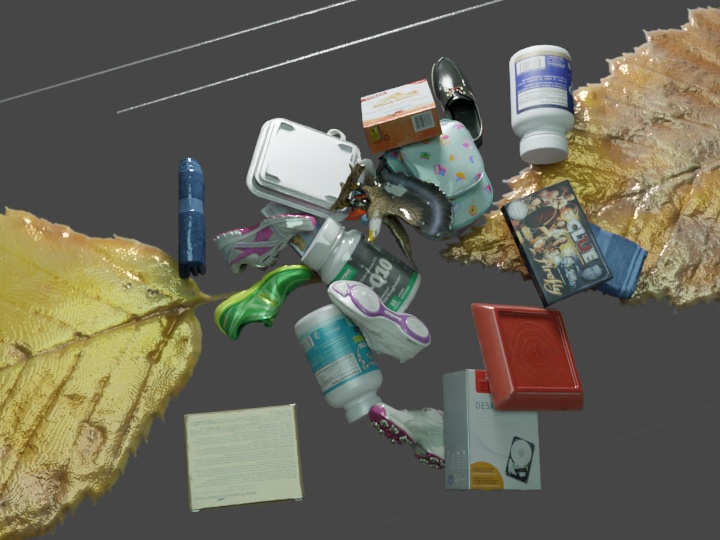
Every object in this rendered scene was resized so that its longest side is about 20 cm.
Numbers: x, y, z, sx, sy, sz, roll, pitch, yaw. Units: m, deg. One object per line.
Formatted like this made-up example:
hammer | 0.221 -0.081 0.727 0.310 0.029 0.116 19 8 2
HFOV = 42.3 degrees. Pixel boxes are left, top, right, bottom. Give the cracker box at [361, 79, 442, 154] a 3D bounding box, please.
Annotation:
cracker box | 0.072 -0.286 1.708 0.133 0.200 0.058 -16 114 5

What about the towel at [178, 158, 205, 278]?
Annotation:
towel | -0.306 -0.094 1.690 0.048 0.112 0.202 0 76 -9

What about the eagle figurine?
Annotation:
eagle figurine | 0.052 -0.101 1.640 0.199 0.152 0.152 23 90 -10

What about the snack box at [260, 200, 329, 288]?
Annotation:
snack box | -0.095 -0.060 1.742 0.072 0.024 0.200 -41 81 -12

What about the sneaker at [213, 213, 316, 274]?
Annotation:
sneaker | -0.167 -0.048 1.701 0.199 0.081 0.089 -18 90 19

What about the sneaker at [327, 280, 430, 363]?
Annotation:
sneaker | 0.020 0.096 1.608 0.199 0.100 0.075 34 38 -8

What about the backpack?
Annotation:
backpack | 0.148 -0.162 1.712 0.175 0.153 0.201 -28 87 -21

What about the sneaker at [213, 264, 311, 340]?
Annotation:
sneaker | -0.168 0.058 1.689 0.199 0.074 0.084 -33 77 0

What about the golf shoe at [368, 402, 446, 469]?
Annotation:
golf shoe | 0.096 0.270 1.623 0.200 0.075 0.092 38 63 -28

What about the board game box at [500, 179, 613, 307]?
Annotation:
board game box | 0.359 -0.051 1.703 0.135 0.035 0.201 -22 80 -6

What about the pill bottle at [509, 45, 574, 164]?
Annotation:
pill bottle | 0.346 -0.312 1.772 0.118 0.120 0.202 1 77 -2

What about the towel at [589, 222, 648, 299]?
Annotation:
towel | 0.430 -0.029 1.743 0.199 0.049 0.112 25 78 3

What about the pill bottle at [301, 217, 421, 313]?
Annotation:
pill bottle | 0.000 0.000 1.666 0.199 0.113 0.114 34 77 -8

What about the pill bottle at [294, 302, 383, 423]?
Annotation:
pill bottle | -0.031 0.165 1.646 0.110 0.111 0.201 -24 79 -8

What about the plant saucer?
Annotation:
plant saucer | 0.303 0.146 1.639 0.198 0.037 0.202 5 60 -29

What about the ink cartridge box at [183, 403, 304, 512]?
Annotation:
ink cartridge box | -0.201 0.325 1.619 0.198 0.075 0.166 -4 78 -4

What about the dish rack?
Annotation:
dish rack | -0.096 -0.193 1.702 0.198 0.044 0.173 19 60 -10

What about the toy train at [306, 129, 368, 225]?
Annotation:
toy train | -0.056 -0.163 1.758 0.149 0.056 0.201 -13 70 -24

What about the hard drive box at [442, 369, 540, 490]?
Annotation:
hard drive box | 0.227 0.280 1.617 0.155 0.077 0.202 6 75 -28

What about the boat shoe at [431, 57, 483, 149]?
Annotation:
boat shoe | 0.190 -0.327 1.800 0.073 0.063 0.203 -15 76 -3
